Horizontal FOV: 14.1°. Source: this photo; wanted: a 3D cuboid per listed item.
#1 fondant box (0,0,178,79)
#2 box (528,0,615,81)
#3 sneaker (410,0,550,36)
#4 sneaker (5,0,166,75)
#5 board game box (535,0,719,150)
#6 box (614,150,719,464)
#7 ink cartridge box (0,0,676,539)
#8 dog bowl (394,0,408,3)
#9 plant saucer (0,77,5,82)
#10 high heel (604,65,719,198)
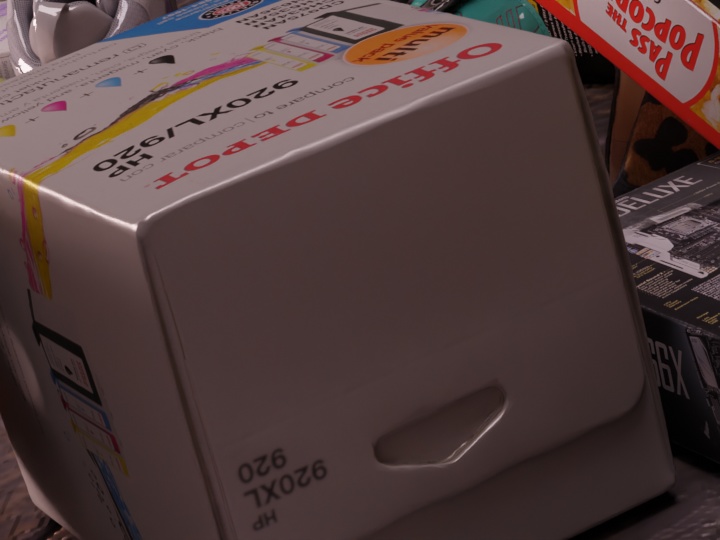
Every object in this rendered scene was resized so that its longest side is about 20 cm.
[{"bbox_3d":[-0.197,-0.085,1.381,0.199,0.059,0.144,-8,16,20],"label":"fondant box"},{"bbox_3d":[0.095,-0.176,1.201,0.049,0.201,0.159,-32,25,-36],"label":"box"},{"bbox_3d":[0.020,-0.067,1.110,0.120,0.084,0.200,-20,0,-4],"label":"sneaker"},{"bbox_3d":[-0.089,-0.092,1.247,0.075,0.116,0.200,-8,21,20],"label":"sneaker"},{"bbox_3d":[0.114,-0.140,1.028,0.151,0.046,0.200,-28,57,-33],"label":"board game box"},{"bbox_3d":[0.167,-0.008,0.922,0.199,0.050,0.158,-25,21,-21],"label":"box"},{"bbox_3d":[-0.025,0.007,0.893,0.147,0.146,0.200,-24,21,-21],"label":"ink cartridge box"},{"bbox_3d":[-0.063,-0.160,1.360,0.199,0.059,0.200,19,7,-2],"label":"dog bowl"},{"bbox_3d":[-0.230,-0.021,1.229,0.199,0.031,0.200,-18,27,9],"label":"plant saucer"},{"bbox_3d":[0.092,-0.105,1.095,0.142,0.072,0.200,-27,60,-37],"label":"high heel"}]
